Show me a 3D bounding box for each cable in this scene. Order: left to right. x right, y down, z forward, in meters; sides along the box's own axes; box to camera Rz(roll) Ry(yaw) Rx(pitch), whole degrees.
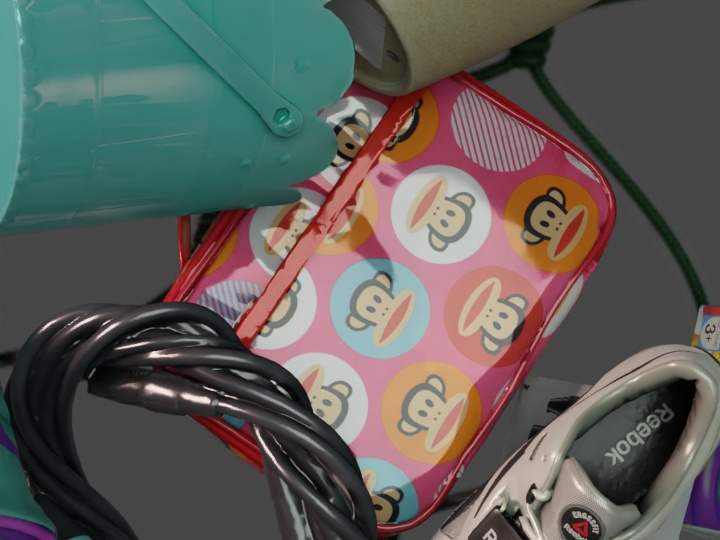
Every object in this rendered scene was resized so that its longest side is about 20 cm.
[{"bbox_3d":[-0.065,0.100,0.855,0.199,0.051,0.164,37,122,4],"label":"cable"}]

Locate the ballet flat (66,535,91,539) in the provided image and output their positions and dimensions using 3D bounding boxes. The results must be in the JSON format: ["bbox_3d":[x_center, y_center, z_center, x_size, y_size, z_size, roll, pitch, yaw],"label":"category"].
[{"bbox_3d":[-0.177,0.189,0.845,0.199,0.068,0.073,-31,71,8],"label":"ballet flat"}]

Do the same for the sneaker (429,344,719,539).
[{"bbox_3d":[0.074,0.106,0.806,0.074,0.089,0.200,38,87,9],"label":"sneaker"}]

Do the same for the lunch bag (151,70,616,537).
[{"bbox_3d":[0.000,0.000,0.902,0.175,0.082,0.201,34,82,3],"label":"lunch bag"}]

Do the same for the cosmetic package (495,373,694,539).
[{"bbox_3d":[0.084,0.151,0.885,0.050,0.082,0.202,22,81,-32],"label":"cosmetic package"}]

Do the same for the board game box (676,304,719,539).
[{"bbox_3d":[0.233,0.078,0.842,0.104,0.199,0.104,18,82,-29],"label":"board game box"}]

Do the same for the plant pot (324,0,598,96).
[{"bbox_3d":[0.055,-0.175,0.852,0.187,0.187,0.200,45,72,0],"label":"plant pot"}]

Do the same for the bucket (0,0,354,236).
[{"bbox_3d":[-0.108,-0.111,0.804,0.134,0.207,0.209,-13,85,-30],"label":"bucket"}]

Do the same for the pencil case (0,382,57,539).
[{"bbox_3d":[-0.189,0.039,0.828,0.085,0.092,0.201,-28,60,12],"label":"pencil case"}]
